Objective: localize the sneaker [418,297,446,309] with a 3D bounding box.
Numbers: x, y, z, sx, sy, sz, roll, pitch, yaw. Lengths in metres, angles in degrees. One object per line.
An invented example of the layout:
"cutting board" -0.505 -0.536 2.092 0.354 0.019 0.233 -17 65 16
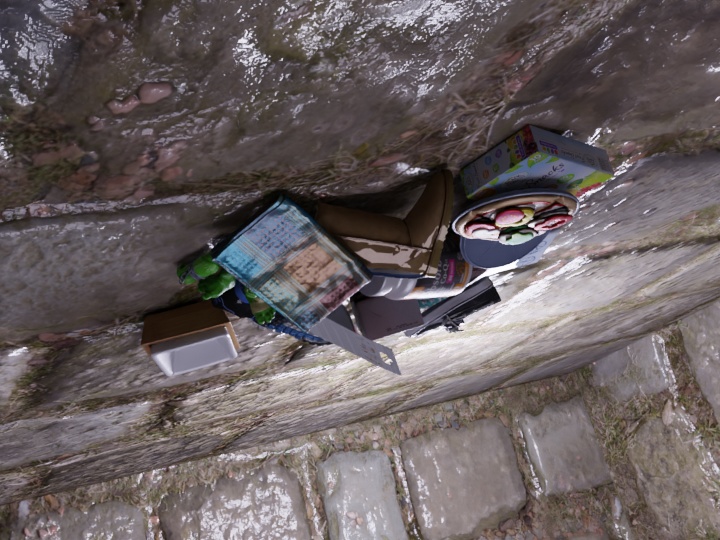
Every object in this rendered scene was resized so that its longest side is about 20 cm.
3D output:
"sneaker" 0.122 0.051 1.866 0.200 0.078 0.091 -25 177 36

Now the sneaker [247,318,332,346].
"sneaker" -0.132 0.075 1.669 0.199 0.087 0.075 23 149 -29

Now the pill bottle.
"pill bottle" 0.089 -0.007 1.540 0.199 0.117 0.116 -4 159 -39

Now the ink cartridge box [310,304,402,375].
"ink cartridge box" -0.014 0.101 1.538 0.199 0.050 0.162 23 163 17

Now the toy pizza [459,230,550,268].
"toy pizza" 0.253 -0.085 1.518 0.199 0.032 0.201 -18 138 -17

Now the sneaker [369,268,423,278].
"sneaker" 0.017 -0.033 1.386 0.199 0.083 0.074 3 -174 -12

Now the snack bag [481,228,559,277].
"snack bag" 0.297 -0.031 1.834 0.199 0.021 0.189 -15 163 -8

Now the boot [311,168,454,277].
"boot" 0.029 -0.076 1.307 0.199 0.176 0.066 8 -168 -11

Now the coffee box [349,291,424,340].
"coffee box" 0.045 0.074 1.709 0.113 0.080 0.200 -17 -176 -4

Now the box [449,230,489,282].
"box" 0.190 -0.024 1.665 0.100 0.075 0.200 -6 159 -34

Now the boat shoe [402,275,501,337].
"boat shoe" 0.179 0.088 1.725 0.199 0.068 0.074 -31 -177 3

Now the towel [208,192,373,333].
"towel" -0.096 -0.007 1.279 0.147 0.022 0.200 -39 120 16

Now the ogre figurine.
"ogre figurine" -0.171 0.007 1.364 0.120 0.200 0.098 -53 -173 46

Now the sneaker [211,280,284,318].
"sneaker" -0.176 0.051 1.558 0.078 0.070 0.200 -21 157 28

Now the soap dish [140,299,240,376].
"soap dish" -0.308 0.123 1.619 0.157 0.082 0.200 -15 163 -7

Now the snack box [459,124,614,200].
"snack box" 0.271 -0.148 1.355 0.199 0.053 0.142 8 149 -42

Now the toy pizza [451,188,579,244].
"toy pizza" 0.243 -0.077 1.386 0.199 0.032 0.200 -7 164 -2
